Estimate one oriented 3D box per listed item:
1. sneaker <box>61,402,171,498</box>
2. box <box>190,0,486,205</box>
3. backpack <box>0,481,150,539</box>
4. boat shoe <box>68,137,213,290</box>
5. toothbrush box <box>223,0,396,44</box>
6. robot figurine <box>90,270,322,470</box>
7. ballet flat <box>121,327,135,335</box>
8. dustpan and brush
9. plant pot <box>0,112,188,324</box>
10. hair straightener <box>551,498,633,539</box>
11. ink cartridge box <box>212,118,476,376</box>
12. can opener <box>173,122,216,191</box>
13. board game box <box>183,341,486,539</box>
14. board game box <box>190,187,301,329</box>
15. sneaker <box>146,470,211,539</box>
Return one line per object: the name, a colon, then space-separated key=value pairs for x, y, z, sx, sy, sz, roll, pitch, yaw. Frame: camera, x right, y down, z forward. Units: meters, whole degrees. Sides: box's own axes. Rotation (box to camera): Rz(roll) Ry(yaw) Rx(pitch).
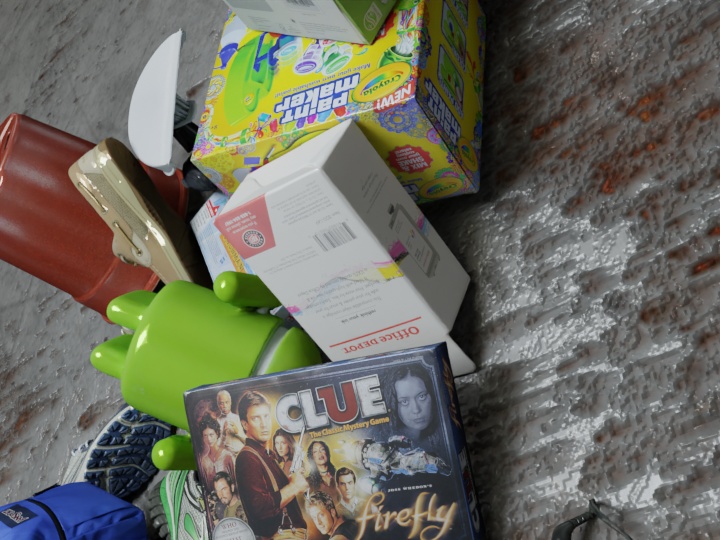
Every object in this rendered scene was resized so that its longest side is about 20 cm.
sneaker: x=-0.270 y=0.201 z=0.870 sx=0.201 sy=0.077 sz=0.085 roll=-56 pitch=39 yaw=8
box: x=-0.010 y=-0.154 z=0.696 sx=0.199 sy=0.122 sz=0.194 roll=-11 pitch=56 yaw=27
backpack: x=-0.283 y=0.285 z=0.718 sx=0.162 sy=0.199 sz=0.169 roll=-4 pitch=97 yaw=46
boat shoe: x=-0.224 y=-0.038 z=0.868 sx=0.064 sy=0.201 sz=0.071 roll=-32 pitch=5 yaw=12
toothbrush box: x=-0.017 y=-0.285 z=0.640 sx=0.145 sy=0.086 sz=0.201 roll=21 pitch=76 yaw=40
robot figurine: x=-0.119 y=0.082 z=0.704 sx=0.199 sy=0.116 sz=0.177 roll=22 pitch=96 yaw=4
ballet flat: x=-0.204 y=0.074 z=0.862 sx=0.200 sy=0.072 sz=0.068 roll=40 pitch=102 yaw=47
dustpan and brush: x=-0.217 y=-0.161 z=0.894 sx=0.199 sy=0.057 sz=0.141 roll=-5 pitch=80 yaw=51
plant pot: x=-0.331 y=-0.066 z=0.943 sx=0.200 sy=0.194 sz=0.202 roll=-33 pitch=43 yaw=38
hair straightener: x=0.145 y=0.230 z=0.472 sx=0.077 sy=0.041 sz=0.201 roll=-19 pitch=55 yaw=38
ink cartridge box: x=0.000 y=0.000 z=0.635 sx=0.116 sy=0.200 sz=0.068 roll=-20 pitch=29 yaw=38
can opener: x=-0.169 y=-0.112 z=0.885 sx=0.064 sy=0.078 sz=0.200 roll=-57 pitch=22 yaw=6
board game box: x=-0.023 y=0.135 z=0.595 sx=0.199 sy=0.035 sz=0.137 roll=-13 pitch=88 yaw=20
board game box: x=-0.071 y=-0.051 z=0.810 sx=0.200 sy=0.041 sz=0.201 roll=-47 pitch=46 yaw=19
sneaker: x=-0.121 y=0.226 z=0.704 sx=0.085 sy=0.078 sz=0.200 roll=-52 pitch=43 yaw=13
